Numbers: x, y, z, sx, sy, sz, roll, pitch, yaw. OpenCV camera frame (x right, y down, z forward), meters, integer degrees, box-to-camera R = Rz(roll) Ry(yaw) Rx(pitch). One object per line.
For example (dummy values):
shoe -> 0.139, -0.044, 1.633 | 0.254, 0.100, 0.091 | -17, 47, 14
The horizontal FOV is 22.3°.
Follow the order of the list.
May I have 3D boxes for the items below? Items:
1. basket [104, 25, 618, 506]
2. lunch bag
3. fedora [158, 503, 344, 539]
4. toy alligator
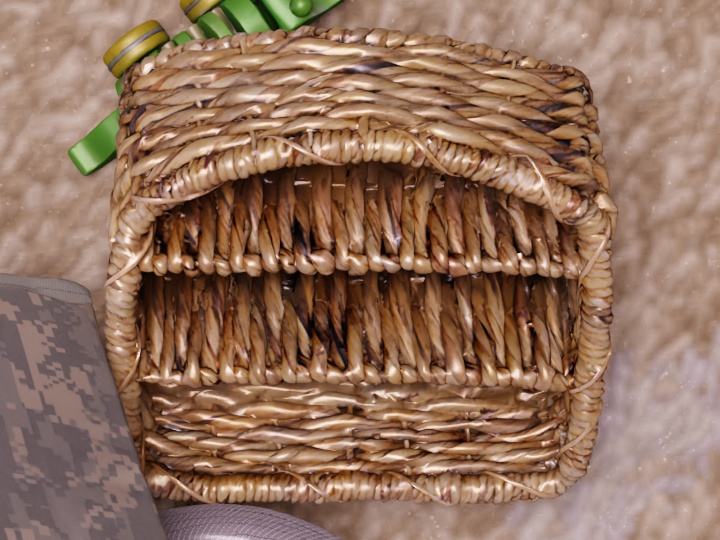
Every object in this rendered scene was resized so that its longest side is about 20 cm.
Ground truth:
basket -> 0.000, 0.000, 0.726 | 0.199, 0.143, 0.150 | 2, 59, -4
lunch bag -> -0.172, 0.117, 0.686 | 0.117, 0.164, 0.200 | 13, 128, -38
fedora -> -0.064, 0.187, 0.765 | 0.177, 0.090, 0.200 | 36, 94, -1
toy alligator -> -0.045, -0.107, 0.793 | 0.200, 0.054, 0.059 | -36, 91, -4
